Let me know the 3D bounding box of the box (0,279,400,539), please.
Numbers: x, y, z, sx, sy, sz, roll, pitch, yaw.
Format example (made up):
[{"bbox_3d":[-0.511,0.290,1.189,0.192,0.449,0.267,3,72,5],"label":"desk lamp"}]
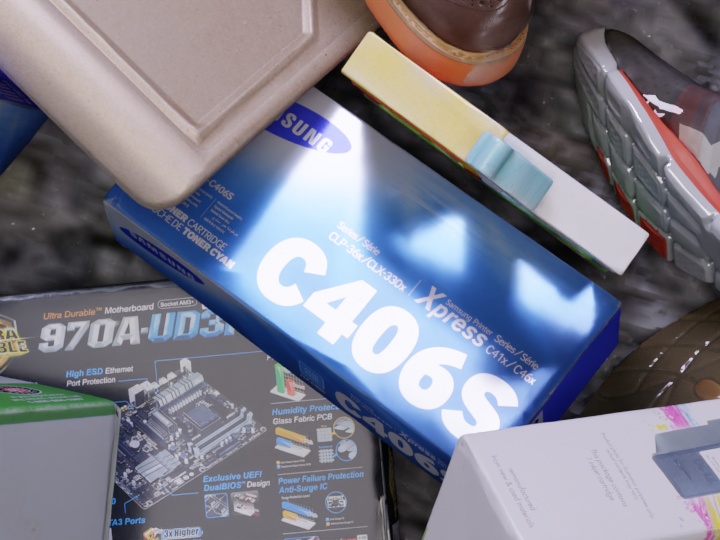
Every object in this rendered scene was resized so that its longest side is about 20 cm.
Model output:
[{"bbox_3d":[-0.085,0.084,0.990,0.198,0.046,0.160,-6,89,4],"label":"box"}]

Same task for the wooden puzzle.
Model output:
[{"bbox_3d":[-0.080,-0.144,0.937,0.185,0.037,0.200,44,63,4],"label":"wooden puzzle"}]

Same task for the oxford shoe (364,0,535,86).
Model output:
[{"bbox_3d":[0.004,-0.169,0.906,0.071,0.073,0.200,-34,73,-29],"label":"oxford shoe"}]

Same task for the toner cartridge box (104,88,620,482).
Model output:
[{"bbox_3d":[0.000,0.000,0.931,0.199,0.043,0.095,35,72,17],"label":"toner cartridge box"}]

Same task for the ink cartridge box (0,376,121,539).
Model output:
[{"bbox_3d":[-0.220,0.080,0.913,0.199,0.146,0.084,9,95,35],"label":"ink cartridge box"}]

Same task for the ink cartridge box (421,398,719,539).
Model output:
[{"bbox_3d":[0.124,0.114,0.891,0.199,0.068,0.118,-5,134,-25],"label":"ink cartridge box"}]

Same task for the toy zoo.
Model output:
[{"bbox_3d":[0.054,-0.045,0.904,0.131,0.200,0.021,36,93,3],"label":"toy zoo"}]

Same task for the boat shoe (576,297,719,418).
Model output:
[{"bbox_3d":[0.134,0.080,0.973,0.200,0.072,0.068,-39,122,-1],"label":"boat shoe"}]

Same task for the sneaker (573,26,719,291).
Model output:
[{"bbox_3d":[0.167,-0.036,0.948,0.082,0.077,0.200,-32,63,-13],"label":"sneaker"}]

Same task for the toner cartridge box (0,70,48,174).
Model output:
[{"bbox_3d":[-0.189,-0.046,0.920,0.043,0.200,0.095,39,93,1],"label":"toner cartridge box"}]
